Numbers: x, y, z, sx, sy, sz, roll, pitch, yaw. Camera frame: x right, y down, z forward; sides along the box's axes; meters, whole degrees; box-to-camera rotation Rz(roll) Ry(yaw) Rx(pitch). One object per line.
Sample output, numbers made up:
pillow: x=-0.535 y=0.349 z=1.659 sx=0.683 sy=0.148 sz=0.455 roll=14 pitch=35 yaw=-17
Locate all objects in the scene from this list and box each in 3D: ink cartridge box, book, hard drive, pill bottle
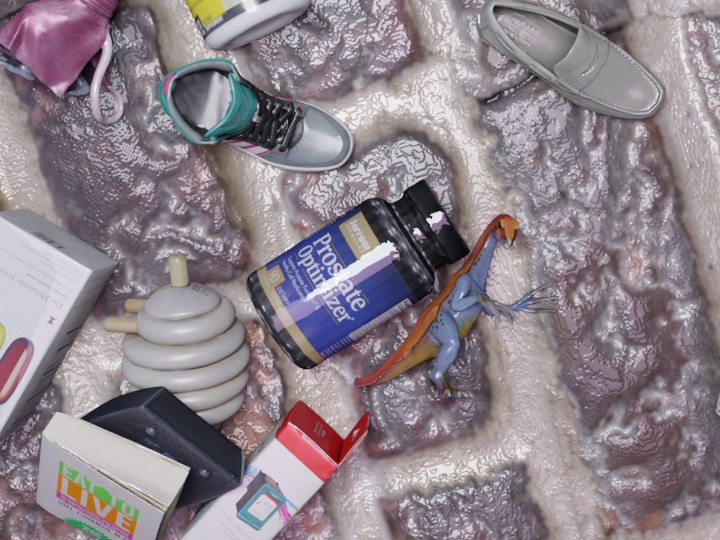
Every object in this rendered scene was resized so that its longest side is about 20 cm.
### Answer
ink cartridge box: x=-0.080 y=0.201 z=1.147 sx=0.067 sy=0.116 sz=0.200 roll=42 pitch=94 yaw=-2
book: x=-0.245 y=0.212 z=1.123 sx=0.134 sy=0.200 sz=0.048 roll=28 pitch=57 yaw=1
hard drive: x=-0.203 y=0.173 z=1.117 sx=0.135 sy=0.200 sz=0.042 roll=42 pitch=52 yaw=-19
pill bottle: x=0.000 y=0.000 z=1.130 sx=0.200 sy=0.112 sz=0.112 roll=-33 pitch=93 yaw=4
pill bottle: x=-0.135 y=-0.319 z=1.105 sx=0.112 sy=0.112 sz=0.200 roll=-26 pitch=94 yaw=3

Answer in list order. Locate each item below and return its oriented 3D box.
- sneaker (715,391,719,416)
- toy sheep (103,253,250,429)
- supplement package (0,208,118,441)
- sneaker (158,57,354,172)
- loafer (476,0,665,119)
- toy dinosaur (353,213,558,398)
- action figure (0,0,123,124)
sneaker: x=0.443 y=0.137 z=1.160 sx=0.200 sy=0.077 sz=0.089 roll=18 pitch=108 yaw=5
toy sheep: x=-0.173 y=0.080 z=1.134 sx=0.138 sy=0.138 sz=0.200 roll=-4 pitch=113 yaw=2
supplement package: x=-0.343 y=0.054 z=1.144 sx=0.114 sy=0.110 sz=0.200 roll=30 pitch=95 yaw=-1
sneaker: x=-0.103 y=-0.147 z=1.115 sx=0.200 sy=0.121 sz=0.084 roll=17 pitch=95 yaw=0
loafer: x=0.203 y=-0.204 z=1.128 sx=0.200 sy=0.070 sz=0.070 roll=25 pitch=95 yaw=-1
toy dinosaur: x=0.094 y=0.032 z=1.140 sx=0.200 sy=0.105 sz=0.182 roll=4 pitch=86 yaw=6
action figure: x=-0.254 y=-0.257 z=1.101 sx=0.149 sy=0.134 sz=0.200 roll=38 pitch=101 yaw=1
